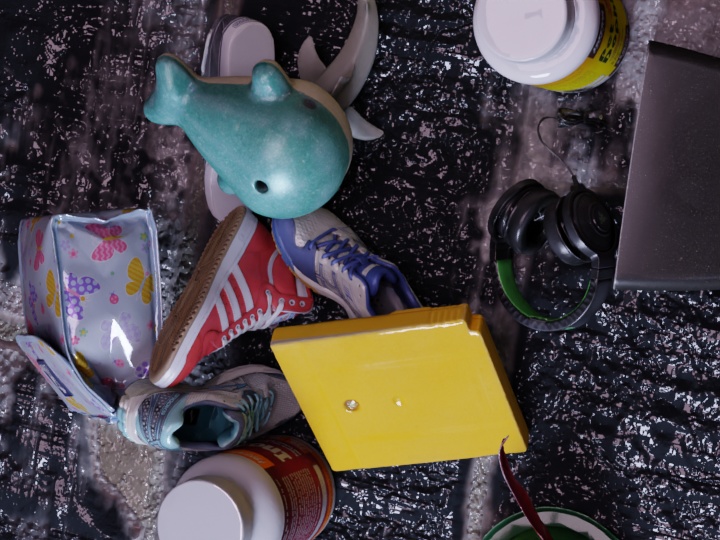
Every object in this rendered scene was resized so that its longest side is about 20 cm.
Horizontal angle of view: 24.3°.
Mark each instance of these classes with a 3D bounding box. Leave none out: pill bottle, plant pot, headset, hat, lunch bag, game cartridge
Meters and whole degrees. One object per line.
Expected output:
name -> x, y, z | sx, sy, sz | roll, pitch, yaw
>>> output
pill bottle -> 0.163, -0.212, 1.443 | 0.109, 0.200, 0.110 | 1, 93, 20
plant pot -> 0.314, -0.079, 1.408 | 0.176, 0.199, 0.201 | 7, 95, 8
pill bottle -> -0.107, 0.221, 1.563 | 0.112, 0.200, 0.114 | 1, 93, 20
headset -> 0.183, -0.046, 1.512 | 0.123, 0.094, 0.201 | 12, 103, 42
hat -> 0.154, 0.281, 1.464 | 0.200, 0.176, 0.166 | 43, 90, 16
lunch bag -> -0.265, 0.044, 1.617 | 0.126, 0.169, 0.201 | -6, 93, -22
game cartridge -> 0.038, 0.109, 1.543 | 0.199, 0.033, 0.177 | -8, 129, 19

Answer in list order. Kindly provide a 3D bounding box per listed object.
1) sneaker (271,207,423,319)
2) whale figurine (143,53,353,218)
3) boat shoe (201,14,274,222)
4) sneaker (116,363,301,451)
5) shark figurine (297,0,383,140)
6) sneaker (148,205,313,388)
sneaker -> 0.000, 0.000, 1.564 | 0.200, 0.088, 0.075 | 46, 64, 6
whale figurine -> -0.108, -0.121, 1.524 | 0.199, 0.104, 0.159 | 25, 133, -2
boat shoe -> -0.129, -0.149, 1.628 | 0.068, 0.071, 0.201 | 26, 118, 50
sneaker -> -0.125, 0.141, 1.571 | 0.086, 0.199, 0.078 | 20, 110, 48
shark figurine -> -0.018, -0.202, 1.560 | 0.128, 0.090, 0.215 | 23, 99, 0
sneaker -> -0.116, 0.047, 1.576 | 0.112, 0.201, 0.071 | 39, 148, -21
